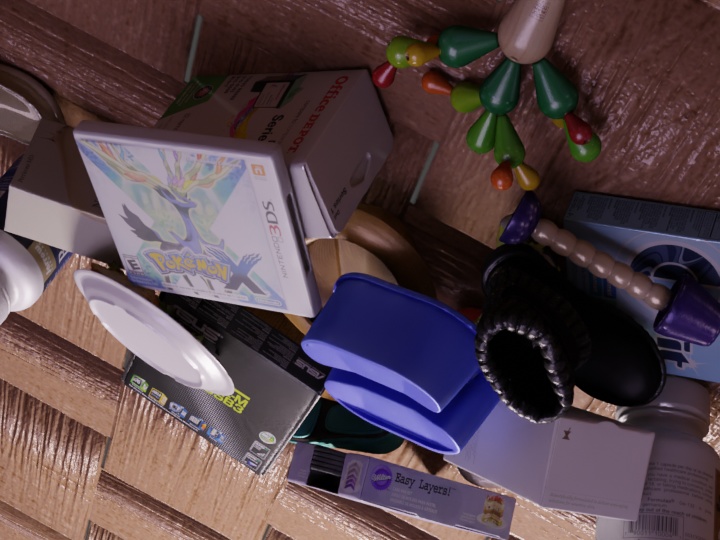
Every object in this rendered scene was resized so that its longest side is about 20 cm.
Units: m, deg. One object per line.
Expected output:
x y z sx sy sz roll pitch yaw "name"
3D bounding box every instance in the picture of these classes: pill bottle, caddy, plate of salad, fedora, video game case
0.279 0.208 1.237 0.113 0.202 0.115 7 154 4 "pill bottle"
0.044 0.075 1.201 0.198 0.105 0.142 20 150 35 "caddy"
-0.202 0.056 1.330 0.199 0.048 0.201 31 159 13 "plate of salad"
0.000 0.000 1.299 0.198 0.082 0.202 16 135 17 "fedora"
-0.141 -0.044 1.160 0.198 0.022 0.184 9 135 24 "video game case"
-0.363 -0.029 1.394 0.110 0.201 0.112 16 138 15 "pill bottle"

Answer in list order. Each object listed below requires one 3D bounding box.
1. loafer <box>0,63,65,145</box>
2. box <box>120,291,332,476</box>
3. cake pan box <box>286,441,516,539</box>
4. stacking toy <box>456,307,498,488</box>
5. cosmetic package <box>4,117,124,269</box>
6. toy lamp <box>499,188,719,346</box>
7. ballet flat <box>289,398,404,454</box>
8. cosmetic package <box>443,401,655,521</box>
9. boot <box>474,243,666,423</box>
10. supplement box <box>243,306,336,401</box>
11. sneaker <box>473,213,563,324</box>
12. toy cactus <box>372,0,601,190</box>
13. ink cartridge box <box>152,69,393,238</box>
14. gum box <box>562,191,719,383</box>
-0.398 -0.180 1.365 0.198 0.069 0.076 29 140 1 "loafer"
-0.147 0.113 1.429 0.199 0.048 0.194 34 140 -1 "box"
0.038 0.236 1.433 0.198 0.053 0.184 19 168 -25 "cake pan box"
0.126 0.124 1.358 0.084 0.086 0.202 6 129 25 "stacking toy"
-0.244 -0.066 1.332 0.198 0.104 0.073 18 140 -7 "cosmetic package"
0.217 0.000 1.124 0.199 0.058 0.058 31 140 3 "toy lamp"
-0.034 0.179 1.515 0.198 0.068 0.071 3 147 31 "ballet flat"
0.170 0.163 1.231 0.106 0.086 0.200 13 -179 -21 "cosmetic package"
0.179 0.079 1.125 0.210 0.158 0.080 34 113 -12 "boot"
-0.074 0.084 1.441 0.198 0.069 0.067 12 134 18 "supplement box"
0.147 0.038 1.236 0.076 0.076 0.202 -125 17 -50 "sneaker"
0.114 -0.159 1.076 0.199 0.102 0.166 33 130 10 "toy cactus"
-0.090 -0.106 1.196 0.198 0.145 0.085 2 133 29 "ink cartridge box"
0.284 0.020 1.178 0.198 0.045 0.171 10 135 24 "gum box"
